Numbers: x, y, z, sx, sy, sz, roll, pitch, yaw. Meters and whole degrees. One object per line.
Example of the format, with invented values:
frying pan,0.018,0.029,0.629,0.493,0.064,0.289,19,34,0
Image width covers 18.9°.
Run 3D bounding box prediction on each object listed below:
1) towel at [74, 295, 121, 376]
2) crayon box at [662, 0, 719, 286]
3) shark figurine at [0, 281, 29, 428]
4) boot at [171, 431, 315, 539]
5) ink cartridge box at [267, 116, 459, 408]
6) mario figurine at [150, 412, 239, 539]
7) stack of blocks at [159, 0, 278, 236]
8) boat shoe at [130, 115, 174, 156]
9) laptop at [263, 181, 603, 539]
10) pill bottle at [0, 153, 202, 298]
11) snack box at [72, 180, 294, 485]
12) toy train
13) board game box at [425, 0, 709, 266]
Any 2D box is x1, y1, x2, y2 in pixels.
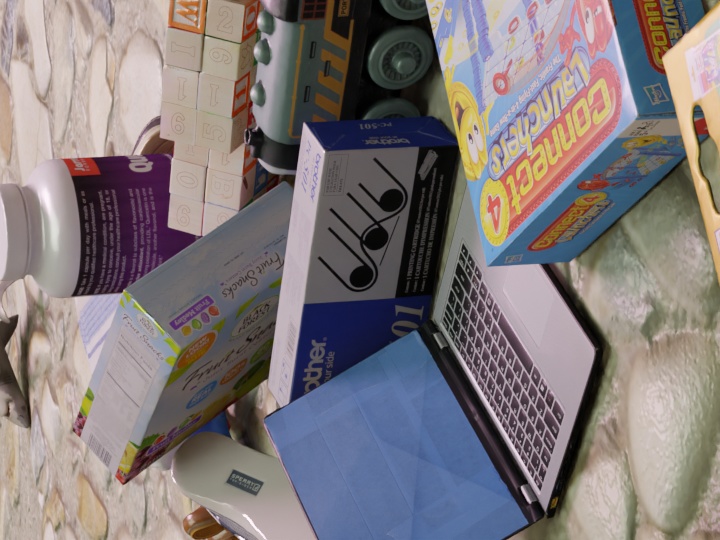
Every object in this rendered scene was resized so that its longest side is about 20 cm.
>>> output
towel,-0.239,0.059,2.107,0.147,0.024,0.201,134,127,-59
crayon box,0.210,-0.083,0.939,0.200,0.051,0.126,134,129,-60
shark figurine,-0.415,0.065,2.478,0.128,0.089,0.215,29,136,25
boot,-0.051,0.185,1.620,0.200,0.090,0.073,26,75,43
ink cartridge box,0.000,0.000,1.413,0.044,0.094,0.201,-125,37,-52
mario figurine,-0.147,0.133,1.786,0.124,0.105,0.201,120,139,-57
stack of blocks,-0.099,-0.125,1.603,0.115,0.058,0.201,-49,-30,-58
boat shoe,-0.186,-0.068,1.894,0.200,0.072,0.065,103,148,-48
laptop,0.037,0.071,1.305,0.188,0.115,0.201,-120,34,-46
pill bottle,-0.197,-0.037,1.750,0.112,0.199,0.113,176,90,-67
snack box,-0.116,0.048,1.603,0.068,0.168,0.200,44,144,14
toy train,-0.015,-0.149,1.395,0.085,0.113,0.201,-121,32,-49
board game box,0.109,-0.130,1.174,0.200,0.056,0.197,130,132,-60
